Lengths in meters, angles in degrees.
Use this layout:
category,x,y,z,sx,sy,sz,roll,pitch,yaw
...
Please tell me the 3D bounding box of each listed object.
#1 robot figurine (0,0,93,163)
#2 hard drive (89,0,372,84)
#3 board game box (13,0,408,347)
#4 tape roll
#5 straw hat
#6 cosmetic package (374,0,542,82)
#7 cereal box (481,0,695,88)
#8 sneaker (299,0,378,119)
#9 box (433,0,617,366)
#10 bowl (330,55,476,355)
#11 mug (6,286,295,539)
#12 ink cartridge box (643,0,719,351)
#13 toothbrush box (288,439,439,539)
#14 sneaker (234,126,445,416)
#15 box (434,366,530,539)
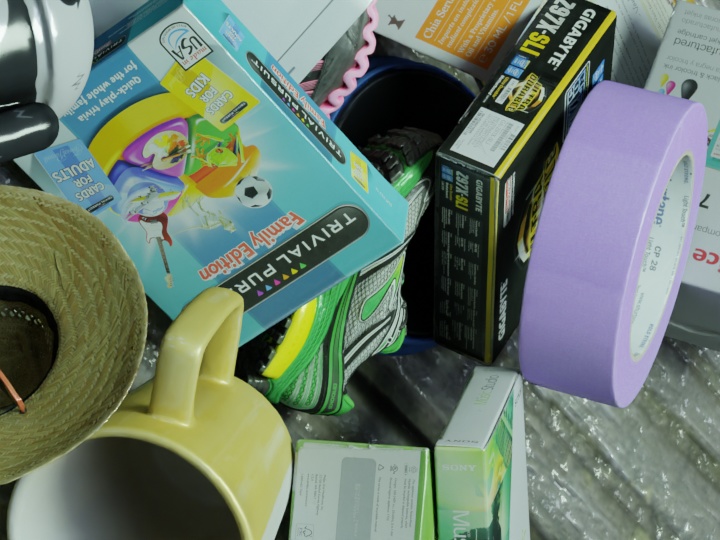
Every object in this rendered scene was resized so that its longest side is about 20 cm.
category,x,y,z,sx,sy,sz,roll,pitch,yaw
robot figurine,-0.242,-0.123,1.482,0.200,0.125,0.151,-16,94,-32
hard drive,-0.109,-0.179,1.590,0.200,0.132,0.027,40,15,-11
board game box,-0.092,-0.058,1.595,0.200,0.151,0.047,47,26,-23
tape roll,0.162,-0.017,1.719,0.200,0.066,0.201,14,90,-75
straw hat,-0.214,0.056,1.527,0.085,0.201,0.201,83,30,-60
cosmetic package,0.019,-0.209,1.703,0.200,0.102,0.071,22,28,-18
cereal box,0.159,-0.173,1.924,0.200,0.039,0.144,-43,116,-35
sneaker,-0.060,-0.121,1.652,0.095,0.079,0.200,15,115,-27
box,0.104,-0.058,1.736,0.160,0.049,0.200,-56,159,-32
bowl,0.027,-0.044,1.795,0.200,0.039,0.201,4,85,-43
mug,-0.096,0.119,1.575,0.149,0.187,0.153,46,27,-3
ink cartridge box,0.264,-0.056,1.896,0.146,0.146,0.200,59,50,-67
toothbrush box,0.016,0.188,1.677,0.200,0.086,0.146,41,53,-75
sneaker,0.000,0.000,1.700,0.085,0.078,0.200,25,104,-24
box,0.079,0.176,1.674,0.144,0.036,0.200,-56,143,-68
